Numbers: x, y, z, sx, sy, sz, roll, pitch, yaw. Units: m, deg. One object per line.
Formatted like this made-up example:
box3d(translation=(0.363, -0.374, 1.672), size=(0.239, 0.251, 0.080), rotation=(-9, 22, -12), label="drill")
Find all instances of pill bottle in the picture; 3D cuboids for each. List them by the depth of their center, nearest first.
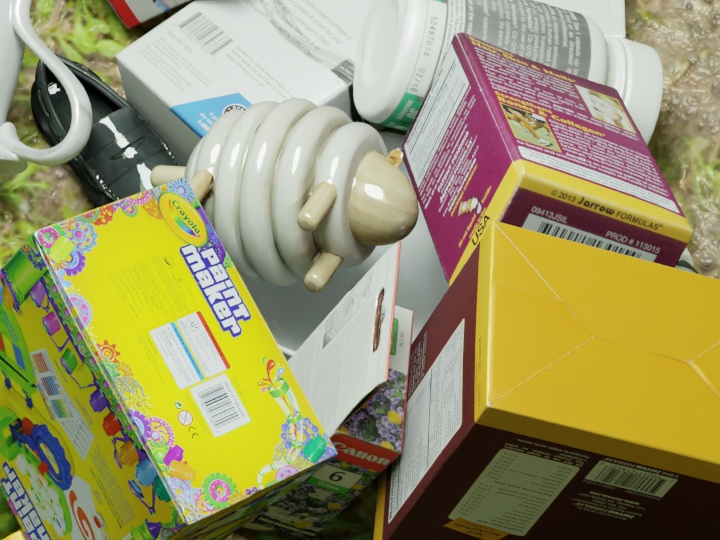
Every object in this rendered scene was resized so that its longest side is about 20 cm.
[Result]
box3d(translation=(0.105, -0.137, 1.781), size=(0.199, 0.113, 0.113), rotation=(13, 52, -17), label="pill bottle")

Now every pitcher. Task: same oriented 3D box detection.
box3d(translation=(-0.278, -0.158, 1.836), size=(0.171, 0.121, 0.201), rotation=(-12, 76, 18), label="pitcher")

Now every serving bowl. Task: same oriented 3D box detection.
box3d(translation=(0.000, 0.000, 1.761), size=(0.199, 0.066, 0.201), rotation=(-3, 54, 4), label="serving bowl")

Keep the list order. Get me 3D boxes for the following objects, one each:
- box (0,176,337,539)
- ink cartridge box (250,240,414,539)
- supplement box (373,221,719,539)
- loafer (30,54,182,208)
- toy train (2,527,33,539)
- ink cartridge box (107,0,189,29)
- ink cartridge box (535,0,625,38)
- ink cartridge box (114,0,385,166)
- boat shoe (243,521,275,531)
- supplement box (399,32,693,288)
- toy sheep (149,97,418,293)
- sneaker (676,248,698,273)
box3d(translation=(-0.148, 0.082, 1.585), size=(0.122, 0.193, 0.200), rotation=(-23, 80, -37), label="box")
box3d(translation=(-0.004, 0.079, 1.597), size=(0.050, 0.200, 0.109), rotation=(20, 53, -18), label="ink cartridge box")
box3d(translation=(0.133, 0.099, 1.554), size=(0.197, 0.200, 0.133), rotation=(14, 53, -14), label="supplement box")
box3d(translation=(-0.178, -0.084, 1.839), size=(0.068, 0.070, 0.201), rotation=(-34, 58, -17), label="loafer")
box3d(translation=(-0.229, 0.154, 1.658), size=(0.150, 0.056, 0.200), rotation=(29, 56, -14), label="toy train")
box3d(translation=(-0.127, -0.251, 1.909), size=(0.116, 0.067, 0.200), rotation=(-42, 15, -33), label="ink cartridge box")
box3d(translation=(0.148, -0.230, 1.914), size=(0.103, 0.059, 0.200), rotation=(-1, 54, 5), label="ink cartridge box")
box3d(translation=(-0.056, -0.148, 1.863), size=(0.200, 0.084, 0.145), rotation=(-36, 59, -19), label="ink cartridge box")
box3d(translation=(-0.113, 0.096, 1.703), size=(0.072, 0.065, 0.200), rotation=(-35, 62, -22), label="boat shoe")
box3d(translation=(0.116, -0.053, 1.648), size=(0.131, 0.103, 0.200), rotation=(18, 27, -20), label="supplement box")
box3d(translation=(-0.054, -0.052, 1.687), size=(0.199, 0.138, 0.138), rotation=(11, 56, 21), label="toy sheep")
box3d(translation=(0.152, 0.048, 1.707), size=(0.200, 0.074, 0.079), rotation=(-27, 61, -13), label="sneaker")
